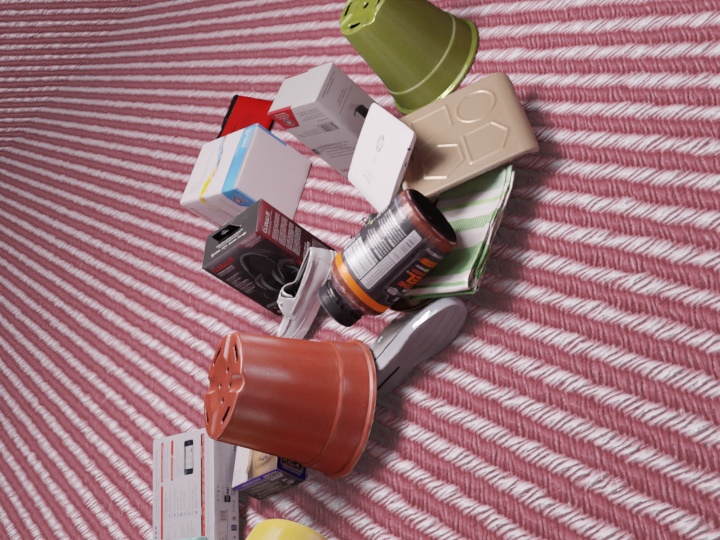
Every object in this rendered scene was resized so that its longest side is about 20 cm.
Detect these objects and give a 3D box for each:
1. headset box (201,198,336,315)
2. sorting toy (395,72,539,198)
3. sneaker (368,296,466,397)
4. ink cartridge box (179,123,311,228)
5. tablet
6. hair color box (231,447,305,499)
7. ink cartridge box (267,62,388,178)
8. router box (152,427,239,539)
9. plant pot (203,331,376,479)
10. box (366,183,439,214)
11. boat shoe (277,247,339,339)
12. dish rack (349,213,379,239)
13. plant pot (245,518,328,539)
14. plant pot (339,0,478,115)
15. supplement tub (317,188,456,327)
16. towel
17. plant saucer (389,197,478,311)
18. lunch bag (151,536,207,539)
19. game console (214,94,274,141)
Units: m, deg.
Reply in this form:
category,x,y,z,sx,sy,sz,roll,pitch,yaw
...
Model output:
category,x,y,z,sx,sy,sz,roll,pitch,yaw
headset box,-0.161,-0.024,1.609,0.148,0.199,0.078,-29,42,34
sorting toy,0.147,-0.193,1.383,0.197,0.037,0.187,-21,46,10
sneaker,0.065,0.093,1.337,0.200,0.073,0.071,-43,41,23
ink cartridge box,-0.227,-0.171,1.861,0.199,0.146,0.148,-8,57,48
tablet,0.028,-0.170,1.426,0.200,0.013,0.132,-128,54,-62
hair color box,-0.136,0.243,1.487,0.109,0.064,0.202,-29,44,35
ink cartridge box,-0.037,-0.254,1.637,0.143,0.199,0.085,-2,58,51
router box,-0.266,0.361,1.518,0.178,0.048,0.203,-19,68,44
plant pot,-0.107,0.177,1.335,0.201,0.193,0.203,-42,41,50
box,0.098,-0.167,1.474,0.082,0.068,0.201,-3,49,54
boat shoe,-0.100,0.044,1.563,0.201,0.068,0.073,-55,24,35
dish rack,0.000,0.000,1.480,0.200,0.054,0.155,131,158,-74
plant pot,-0.112,0.434,1.203,0.199,0.201,0.190,-26,29,38
plant pot,0.069,-0.404,1.627,0.199,0.189,0.202,-31,42,32
supplement tub,0.032,-0.011,1.310,0.200,0.106,0.108,-43,36,19
towel,0.136,-0.051,1.330,0.152,0.023,0.202,-11,51,51
plant saucer,0.109,-0.019,1.394,0.199,0.037,0.202,-35,35,29
lunch bag,-0.268,0.516,1.381,0.172,0.120,0.202,-106,20,-47
game console,-0.270,-0.275,2.117,0.170,0.119,0.202,13,72,22
